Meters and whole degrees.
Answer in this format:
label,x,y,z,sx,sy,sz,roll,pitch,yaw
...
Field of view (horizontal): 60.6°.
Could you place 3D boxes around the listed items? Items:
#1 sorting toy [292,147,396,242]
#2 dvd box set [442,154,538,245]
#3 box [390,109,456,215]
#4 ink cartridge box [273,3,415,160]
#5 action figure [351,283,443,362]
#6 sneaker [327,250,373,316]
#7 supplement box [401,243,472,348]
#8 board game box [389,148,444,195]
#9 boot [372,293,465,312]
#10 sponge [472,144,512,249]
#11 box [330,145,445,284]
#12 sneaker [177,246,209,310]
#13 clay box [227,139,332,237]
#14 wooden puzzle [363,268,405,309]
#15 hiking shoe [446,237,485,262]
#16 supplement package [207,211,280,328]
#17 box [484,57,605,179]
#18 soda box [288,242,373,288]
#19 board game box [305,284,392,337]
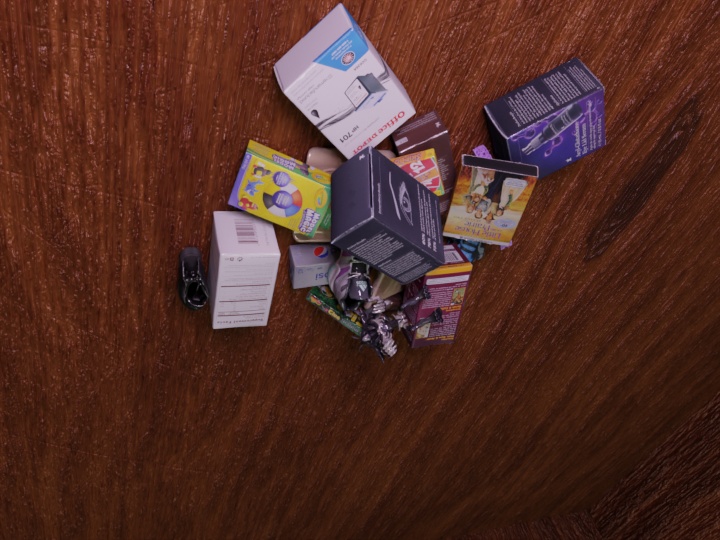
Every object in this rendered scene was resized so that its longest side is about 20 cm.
label,x,y,z,sx,sy,sz,roll,pitch,yaw
sorting toy,-0.035,-0.146,1.201,0.179,0.037,0.204,-3,131,-22
dvd box set,0.242,-0.129,1.181,0.141,0.030,0.203,10,144,1
box,0.128,-0.194,1.190,0.097,0.076,0.202,-22,141,1
ink cartridge box,-0.022,-0.295,1.002,0.145,0.087,0.199,-36,137,16
action figure,0.058,0.104,1.208,0.196,0.122,0.102,-30,167,18
sneaker,0.000,0.000,1.191,0.075,0.142,0.204,0,132,-22
supplement box,0.155,0.055,1.305,0.107,0.086,0.205,-5,126,-18
board game box,0.051,-0.160,1.138,0.193,0.031,0.097,-10,141,15
boot,0.118,0.073,1.406,0.182,0.067,0.197,-13,165,39
sponge,0.273,-0.148,1.273,0.029,0.114,0.202,-20,140,3
box,0.048,-0.091,1.075,0.103,0.152,0.197,-27,139,36
sneaker,-0.328,0.037,1.207,0.058,0.106,0.204,-7,138,-17
clay box,-0.128,-0.138,1.108,0.195,0.048,0.116,21,127,-14
wooden puzzle,0.081,-0.027,1.304,0.198,0.046,0.189,-26,145,-54
hiking shoe,0.229,-0.074,1.347,0.086,0.074,0.203,-36,142,-16
supplement package,-0.232,0.001,1.201,0.113,0.119,0.203,-2,137,-22
box,0.350,-0.274,1.167,0.196,0.106,0.149,-27,141,6
soda box,-0.054,-0.019,1.303,0.193,0.065,0.070,-8,139,-17
board game box,-0.016,0.087,1.322,0.197,0.105,0.024,34,122,1
